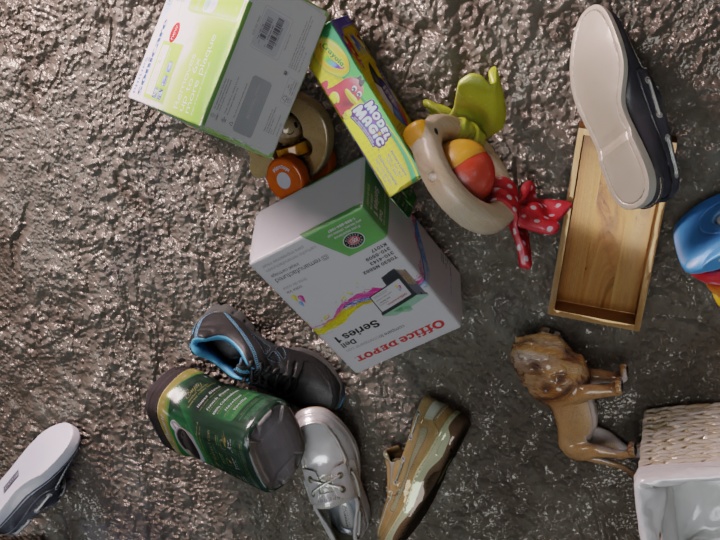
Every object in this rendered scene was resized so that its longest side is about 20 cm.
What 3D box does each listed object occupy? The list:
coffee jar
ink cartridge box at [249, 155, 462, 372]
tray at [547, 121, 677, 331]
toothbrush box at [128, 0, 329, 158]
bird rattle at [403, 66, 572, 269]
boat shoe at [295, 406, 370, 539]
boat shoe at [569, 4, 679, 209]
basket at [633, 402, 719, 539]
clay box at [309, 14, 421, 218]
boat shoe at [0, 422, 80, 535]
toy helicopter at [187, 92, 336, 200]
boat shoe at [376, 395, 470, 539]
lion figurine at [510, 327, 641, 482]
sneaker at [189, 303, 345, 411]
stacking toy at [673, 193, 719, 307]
[{"bbox_3d":[-0.164,0.182,1.189,0.197,0.085,0.106,12,134,39],"label":"coffee jar"},{"bbox_3d":[0.000,0.000,1.066,0.143,0.085,0.200,-25,128,23],"label":"ink cartridge box"},{"bbox_3d":[0.258,-0.045,1.042,0.097,0.037,0.204,10,112,13],"label":"tray"},{"bbox_3d":[-0.134,-0.208,0.983,0.085,0.199,0.148,21,94,-34],"label":"toothbrush box"},{"bbox_3d":[0.111,-0.089,0.998,0.112,0.162,0.203,-27,81,38],"label":"bird rattle"},{"bbox_3d":[-0.032,0.256,1.205,0.069,0.070,0.203,-12,118,14],"label":"boat shoe"},{"bbox_3d":[0.256,-0.157,0.972,0.072,0.062,0.204,-29,70,56],"label":"boat shoe"},{"bbox_3d":[0.392,0.256,1.047,0.196,0.161,0.202,-8,108,18],"label":"basket"},{"bbox_3d":[0.015,-0.158,1.025,0.047,0.115,0.202,-31,100,15],"label":"clay box"},{"bbox_3d":[-0.431,0.287,1.360,0.200,0.072,0.067,-47,127,12],"label":"boat shoe"},{"bbox_3d":[-0.116,-0.167,1.088,0.197,0.079,0.135,19,122,23],"label":"toy helicopter"},{"bbox_3d":[0.059,0.238,1.199,0.075,0.071,0.203,32,109,18],"label":"boat shoe"},{"bbox_3d":[0.238,0.156,1.106,0.120,0.073,0.203,-6,113,26],"label":"lion figurine"},{"bbox_3d":[-0.113,0.119,1.189,0.197,0.082,0.074,28,113,3],"label":"sneaker"},{"bbox_3d":[0.399,0.027,1.002,0.114,0.110,0.202,-23,114,20],"label":"stacking toy"}]
